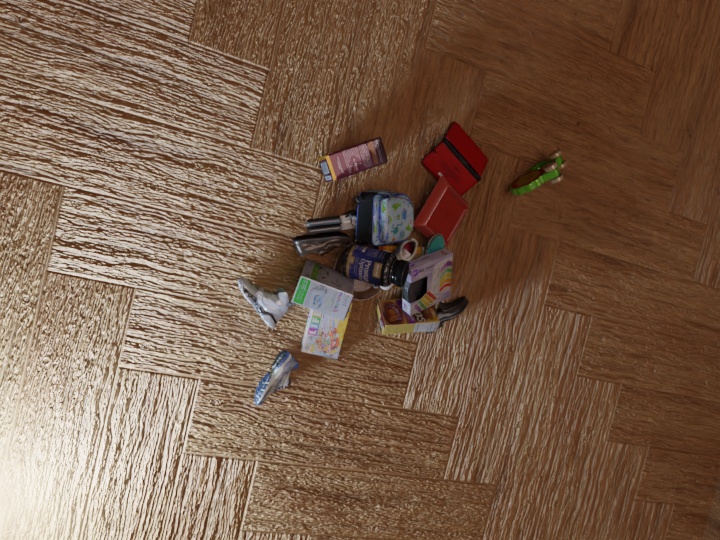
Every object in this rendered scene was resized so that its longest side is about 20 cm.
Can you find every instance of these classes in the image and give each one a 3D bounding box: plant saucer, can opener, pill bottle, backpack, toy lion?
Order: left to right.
[{"bbox_3d":[-0.084,-0.160,1.712,0.197,0.067,0.053,-10,120,-11],"label":"can opener"},{"bbox_3d":[0.000,0.000,1.764,0.197,0.037,0.204,-2,97,-17],"label":"plant saucer"},{"bbox_3d":[0.050,-0.012,1.633,0.197,0.112,0.113,14,93,17],"label":"pill bottle"},{"bbox_3d":[0.095,-0.173,1.695,0.199,0.146,0.186,-12,108,-45],"label":"backpack"},{"bbox_3d":[0.295,-0.194,1.790,0.199,0.037,0.201,34,87,-44],"label":"plant saucer"},{"bbox_3d":[0.644,-0.347,1.867,0.069,0.190,0.200,56,39,-16],"label":"toy lion"}]

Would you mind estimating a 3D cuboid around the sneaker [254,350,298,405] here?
[{"bbox_3d":[-0.276,0.373,1.704,0.085,0.077,0.201,37,86,-22],"label":"sneaker"}]

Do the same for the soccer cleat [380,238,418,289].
[{"bbox_3d":[0.125,-0.028,1.699,0.069,0.086,0.201,34,72,-5],"label":"soccer cleat"}]

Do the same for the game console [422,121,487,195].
[{"bbox_3d":[0.341,-0.394,1.833,0.200,0.119,0.172,43,115,-17],"label":"game console"}]

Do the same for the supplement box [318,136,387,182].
[{"bbox_3d":[-0.025,-0.362,1.673,0.198,0.110,0.087,-22,103,-14],"label":"supplement box"}]

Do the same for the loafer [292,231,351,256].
[{"bbox_3d":[-0.126,-0.086,1.703,0.197,0.073,0.072,-6,109,-12],"label":"loafer"}]

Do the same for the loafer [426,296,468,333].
[{"bbox_3d":[0.306,0.147,1.862,0.199,0.073,0.073,-34,101,-12],"label":"loafer"}]

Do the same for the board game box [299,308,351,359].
[{"bbox_3d":[-0.118,0.191,1.751,0.133,0.034,0.203,14,92,-18],"label":"board game box"}]

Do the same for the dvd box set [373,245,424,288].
[{"bbox_3d":[0.137,-0.013,1.782,0.198,0.029,0.149,1,93,-31],"label":"dvd box set"}]

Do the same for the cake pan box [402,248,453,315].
[{"bbox_3d":[0.225,0.038,1.737,0.198,0.052,0.187,-19,123,-29],"label":"cake pan box"}]

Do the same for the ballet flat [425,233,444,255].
[{"bbox_3d":[0.257,-0.042,1.814,0.068,0.071,0.203,-3,113,-9],"label":"ballet flat"}]

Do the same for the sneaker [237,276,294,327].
[{"bbox_3d":[-0.306,0.080,1.659,0.115,0.075,0.201,-38,111,-10],"label":"sneaker"}]

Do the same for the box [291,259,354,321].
[{"bbox_3d":[-0.113,0.057,1.626,0.174,0.200,0.098,21,104,-7],"label":"box"}]

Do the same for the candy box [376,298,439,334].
[{"bbox_3d":[0.165,0.157,1.783,0.197,0.118,0.057,-2,136,-13],"label":"candy box"}]
